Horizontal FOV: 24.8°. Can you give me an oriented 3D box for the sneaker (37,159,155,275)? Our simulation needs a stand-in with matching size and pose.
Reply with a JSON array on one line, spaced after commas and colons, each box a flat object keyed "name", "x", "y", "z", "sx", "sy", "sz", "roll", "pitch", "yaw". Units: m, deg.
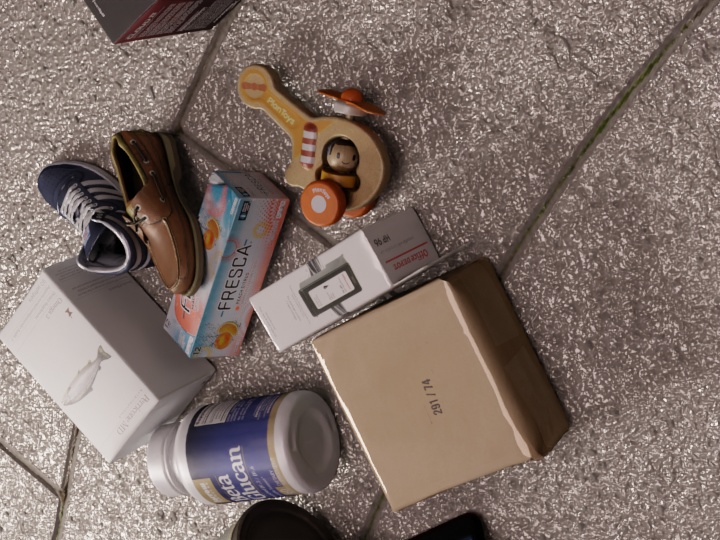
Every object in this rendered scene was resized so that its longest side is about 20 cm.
[{"name": "sneaker", "x": -0.303, "y": -0.059, "z": 1.814, "sx": 0.199, "sy": 0.108, "sz": 0.070, "roll": 30, "pitch": 115, "yaw": 20}]

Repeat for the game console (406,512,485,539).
[{"name": "game console", "x": 0.041, "y": 0.357, "z": 1.673, "sx": 0.119, "sy": 0.172, "sz": 0.201, "roll": 123, "pitch": 145, "yaw": -48}]

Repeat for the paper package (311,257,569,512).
[{"name": "paper package", "x": 0.080, "y": 0.116, "z": 1.647, "sx": 0.190, "sy": 0.103, "sz": 0.201, "roll": -26, "pitch": 90, "yaw": 32}]

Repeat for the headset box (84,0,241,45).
[{"name": "headset box", "x": -0.222, "y": -0.314, "z": 1.649, "sx": 0.077, "sy": 0.200, "sz": 0.149, "roll": -38, "pitch": 84, "yaw": 31}]

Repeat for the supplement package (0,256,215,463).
[{"name": "supplement package", "x": -0.285, "y": 0.093, "z": 1.839, "sx": 0.200, "sy": 0.117, "sz": 0.117, "roll": 46, "pitch": 119, "yaw": 11}]

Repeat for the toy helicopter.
[{"name": "toy helicopter", "x": -0.047, "y": -0.148, "z": 1.668, "sx": 0.200, "sy": 0.079, "sz": 0.133, "roll": 43, "pitch": 119, "yaw": 18}]

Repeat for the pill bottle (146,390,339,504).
[{"name": "pill bottle", "x": -0.132, "y": 0.197, "z": 1.783, "sx": 0.199, "sy": 0.111, "sz": 0.112, "roll": -11, "pitch": 97, "yaw": 32}]

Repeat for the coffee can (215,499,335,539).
[{"name": "coffee can", "x": -0.129, "y": 0.364, "z": 1.797, "sx": 0.147, "sy": 0.146, "sz": 0.200, "roll": 52, "pitch": 125, "yaw": 8}]

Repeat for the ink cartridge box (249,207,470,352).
[{"name": "ink cartridge box", "x": 0.000, "y": 0.000, "z": 1.654, "sx": 0.200, "sy": 0.116, "sz": 0.068, "roll": -30, "pitch": 89, "yaw": 31}]

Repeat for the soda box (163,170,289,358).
[{"name": "soda box", "x": -0.145, "y": -0.005, "z": 1.754, "sx": 0.064, "sy": 0.068, "sz": 0.201, "roll": 43, "pitch": 122, "yaw": 42}]

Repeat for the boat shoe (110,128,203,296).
[{"name": "boat shoe", "x": -0.224, "y": -0.060, "z": 1.750, "sx": 0.072, "sy": 0.068, "sz": 0.201, "roll": -46, "pitch": 53, "yaw": 40}]
